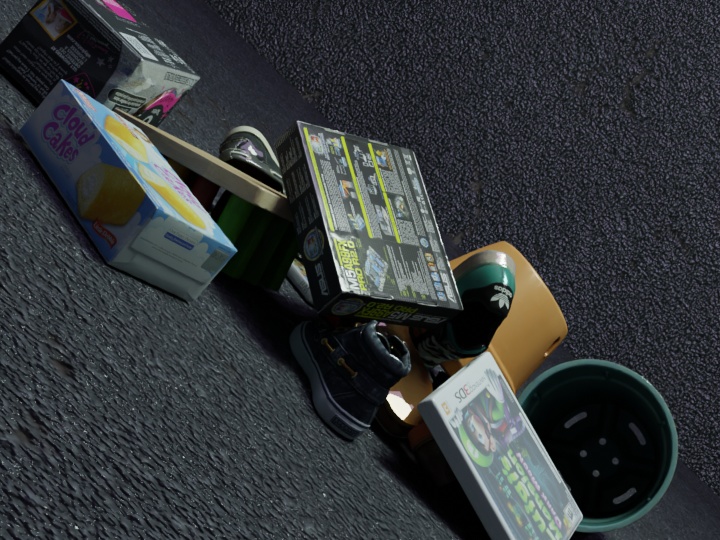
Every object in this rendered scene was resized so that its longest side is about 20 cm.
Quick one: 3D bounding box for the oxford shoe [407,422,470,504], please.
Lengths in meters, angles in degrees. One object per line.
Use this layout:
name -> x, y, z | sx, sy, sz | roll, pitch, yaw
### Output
oxford shoe -> 0.115, 0.207, 1.297 | 0.200, 0.071, 0.073 | 27, 38, -50

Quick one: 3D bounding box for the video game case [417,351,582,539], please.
video game case -> 0.141, 0.190, 1.256 | 0.200, 0.023, 0.182 | 61, 25, 2

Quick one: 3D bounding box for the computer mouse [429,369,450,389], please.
computer mouse -> 0.092, 0.110, 1.508 | 0.200, 0.034, 0.059 | 63, -6, -2

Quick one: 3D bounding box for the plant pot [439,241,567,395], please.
plant pot -> 0.152, 0.059, 1.535 | 0.200, 0.140, 0.200 | 55, -4, 6

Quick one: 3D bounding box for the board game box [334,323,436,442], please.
board game box -> 0.055, 0.141, 1.421 | 0.135, 0.028, 0.200 | 36, 12, -37

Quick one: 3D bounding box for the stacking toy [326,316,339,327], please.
stacking toy -> 0.000, 0.000, 1.441 | 0.085, 0.200, 0.086 | 9, 54, -13

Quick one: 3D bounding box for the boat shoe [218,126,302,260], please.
boat shoe -> -0.101, -0.076, 1.530 | 0.200, 0.072, 0.068 | 52, 21, -24

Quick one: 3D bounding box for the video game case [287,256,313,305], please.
video game case -> -0.069, -0.004, 1.612 | 0.143, 0.018, 0.200 | 33, 13, -50

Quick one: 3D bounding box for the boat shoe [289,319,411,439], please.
boat shoe -> -0.006, 0.080, 1.237 | 0.071, 0.091, 0.200 | 38, 9, -24

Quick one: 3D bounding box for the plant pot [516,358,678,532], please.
plant pot -> 0.289, 0.224, 1.586 | 0.200, 0.200, 0.196 | 45, 1, 19

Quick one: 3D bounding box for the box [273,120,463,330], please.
box -> 0.007, -0.044, 1.287 | 0.160, 0.044, 0.200 | 8, 54, -39

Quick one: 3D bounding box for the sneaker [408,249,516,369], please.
sneaker -> 0.090, 0.062, 1.347 | 0.071, 0.200, 0.080 | 25, 44, -17

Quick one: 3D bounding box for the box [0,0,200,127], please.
box -> -0.280, -0.217, 1.393 | 0.132, 0.115, 0.200 | 44, 10, 5

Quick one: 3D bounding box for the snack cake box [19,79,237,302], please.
snack cake box -> -0.209, -0.071, 1.150 | 0.200, 0.067, 0.115 | 49, 11, 35

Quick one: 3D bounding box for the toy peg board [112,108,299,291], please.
toy peg board -> -0.156, -0.064, 1.349 | 0.199, 0.098, 0.200 | 29, 2, 23

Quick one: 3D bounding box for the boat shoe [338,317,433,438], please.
boat shoe -> 0.022, 0.098, 1.333 | 0.070, 0.070, 0.200 | 21, 37, -28
